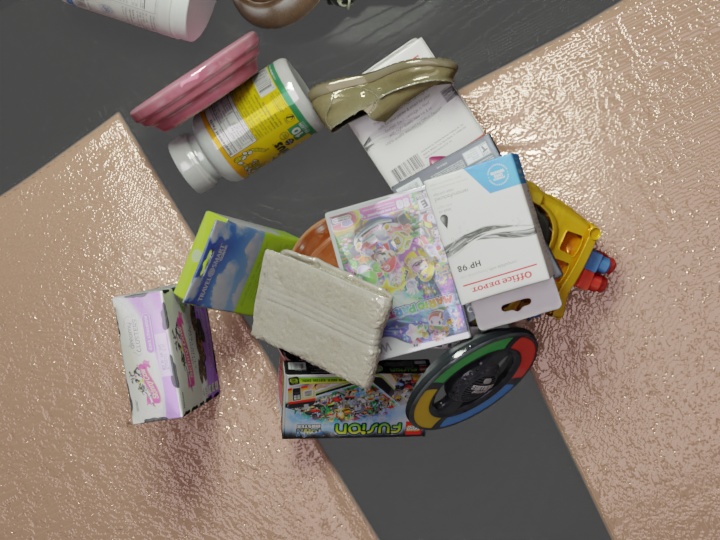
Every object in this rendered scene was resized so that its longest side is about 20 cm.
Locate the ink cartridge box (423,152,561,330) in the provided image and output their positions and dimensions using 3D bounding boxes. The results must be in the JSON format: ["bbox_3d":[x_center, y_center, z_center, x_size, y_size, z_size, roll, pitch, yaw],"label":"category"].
[{"bbox_3d":[0.164,-0.032,1.464,0.116,0.067,0.200,-18,90,14],"label":"ink cartridge box"}]

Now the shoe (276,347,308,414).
[{"bbox_3d":[-0.087,0.136,1.652,0.071,0.091,0.201,2,93,7],"label":"shoe"}]

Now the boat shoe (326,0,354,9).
[{"bbox_3d":[-0.025,-0.390,1.635,0.200,0.071,0.064,12,93,15],"label":"boat shoe"}]

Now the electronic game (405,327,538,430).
[{"bbox_3d":[0.148,0.144,1.578,0.200,0.200,0.042,-37,60,7],"label":"electronic game"}]

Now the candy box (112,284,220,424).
[{"bbox_3d":[-0.258,0.106,1.618,0.071,0.200,0.168,-8,92,8],"label":"candy box"}]

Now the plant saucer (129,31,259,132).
[{"bbox_3d":[-0.213,-0.246,1.601,0.200,0.201,0.051,-32,102,8],"label":"plant saucer"}]

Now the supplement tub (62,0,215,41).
[{"bbox_3d":[-0.305,-0.402,1.636,0.200,0.132,0.132,18,95,5],"label":"supplement tub"}]

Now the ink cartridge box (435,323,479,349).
[{"bbox_3d":[0.063,0.082,1.627,0.200,0.099,0.039,2,95,6],"label":"ink cartridge box"}]

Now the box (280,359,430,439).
[{"bbox_3d":[-0.006,0.175,1.626,0.200,0.035,0.110,0,120,-7],"label":"box"}]

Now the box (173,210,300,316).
[{"bbox_3d":[-0.166,-0.005,1.603,0.048,0.200,0.122,25,96,33],"label":"box"}]

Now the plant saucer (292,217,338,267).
[{"bbox_3d":[0.000,0.000,1.616,0.200,0.032,0.201,-5,52,7],"label":"plant saucer"}]

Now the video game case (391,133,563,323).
[{"bbox_3d":[0.146,-0.051,1.511,0.143,0.019,0.200,-28,88,14],"label":"video game case"}]

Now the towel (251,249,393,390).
[{"bbox_3d":[-0.052,0.058,1.537,0.200,0.034,0.133,24,113,29],"label":"towel"}]

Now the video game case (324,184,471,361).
[{"bbox_3d":[0.048,0.005,1.519,0.143,0.018,0.200,-15,90,13],"label":"video game case"}]

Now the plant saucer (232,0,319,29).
[{"bbox_3d":[-0.114,-0.427,1.611,0.200,0.032,0.201,-4,83,36],"label":"plant saucer"}]

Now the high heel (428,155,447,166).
[{"bbox_3d":[0.104,-0.047,1.558,0.096,0.067,0.200,17,103,-11],"label":"high heel"}]

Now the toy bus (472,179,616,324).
[{"bbox_3d":[0.239,0.000,1.597,0.192,0.136,0.200,25,98,-10],"label":"toy bus"}]

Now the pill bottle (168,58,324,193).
[{"bbox_3d":[-0.158,-0.192,1.635,0.200,0.113,0.113,-31,89,7],"label":"pill bottle"}]

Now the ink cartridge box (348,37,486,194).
[{"bbox_3d":[0.078,-0.190,1.620,0.147,0.083,0.200,-33,89,7],"label":"ink cartridge box"}]

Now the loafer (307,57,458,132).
[{"bbox_3d":[0.033,-0.227,1.548,0.200,0.076,0.068,-12,92,17],"label":"loafer"}]
